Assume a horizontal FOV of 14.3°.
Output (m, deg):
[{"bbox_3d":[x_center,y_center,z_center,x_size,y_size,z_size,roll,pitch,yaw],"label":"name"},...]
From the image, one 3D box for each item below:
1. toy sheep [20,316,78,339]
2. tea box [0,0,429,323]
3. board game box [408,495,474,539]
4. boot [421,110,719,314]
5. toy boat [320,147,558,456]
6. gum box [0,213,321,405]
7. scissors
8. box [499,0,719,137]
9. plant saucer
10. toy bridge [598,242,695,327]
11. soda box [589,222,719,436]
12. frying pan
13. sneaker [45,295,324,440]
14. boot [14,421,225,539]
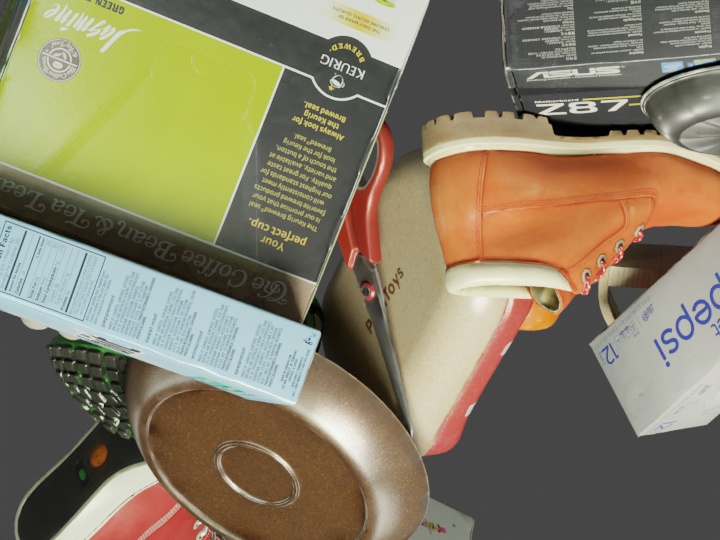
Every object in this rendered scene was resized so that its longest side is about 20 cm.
[{"bbox_3d":[-0.168,-0.022,1.678,0.199,0.138,0.138,1,131,-2],"label":"toy sheep"},{"bbox_3d":[-0.097,-0.101,1.548,0.199,0.134,0.197,22,92,-13],"label":"tea box"},{"bbox_3d":[-0.005,0.259,1.892,0.064,0.148,0.200,28,126,-16],"label":"board game box"},{"bbox_3d":[0.129,-0.025,1.612,0.199,0.108,0.075,2,164,-22],"label":"boot"},{"bbox_3d":[0.064,0.020,1.719,0.130,0.131,0.200,-3,138,-33],"label":"toy boat"},{"bbox_3d":[-0.133,0.019,1.534,0.199,0.170,0.045,21,85,-10],"label":"gum box"},{"bbox_3d":[0.000,0.000,1.675,0.073,0.014,0.201,0,99,45],"label":"scissors"},{"bbox_3d":[0.183,-0.114,1.577,0.199,0.049,0.161,-4,164,7],"label":"box"},{"bbox_3d":[-0.056,0.111,1.704,0.200,0.032,0.201,18,139,16],"label":"plant saucer"},{"bbox_3d":[0.178,-0.002,1.736,0.067,0.027,0.200,4,129,2],"label":"toy bridge"},{"bbox_3d":[0.222,0.016,1.656,0.063,0.068,0.200,-6,150,-41],"label":"soda box"},{"bbox_3d":[0.209,-0.077,1.584,0.115,0.031,0.190,-2,164,0],"label":"frying pan"},{"bbox_3d":[-0.105,0.052,1.764,0.199,0.085,0.078,-2,130,32],"label":"sneaker"},{"bbox_3d":[-0.107,0.135,1.856,0.200,0.073,0.144,-42,134,21],"label":"boot"}]
